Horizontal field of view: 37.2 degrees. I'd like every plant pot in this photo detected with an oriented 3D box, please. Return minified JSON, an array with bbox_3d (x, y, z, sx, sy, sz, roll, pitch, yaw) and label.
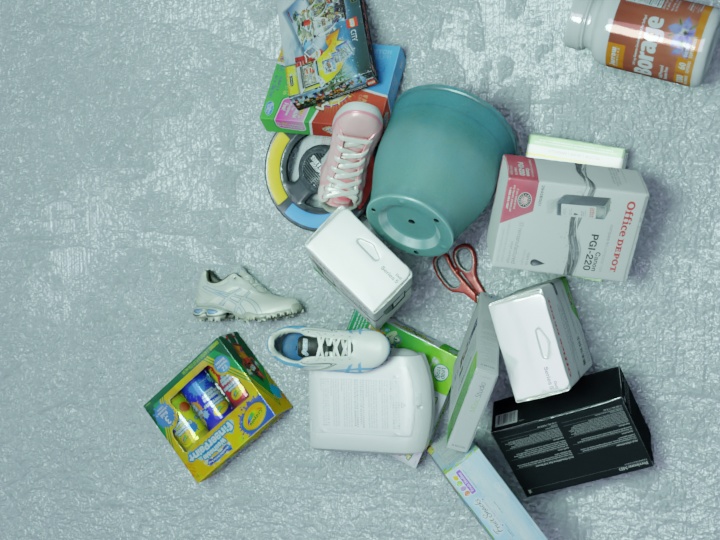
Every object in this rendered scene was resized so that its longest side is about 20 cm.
[{"bbox_3d":[0.103,-0.132,1.546,0.199,0.200,0.188,15,57,19],"label":"plant pot"}]

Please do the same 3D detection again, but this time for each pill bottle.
[{"bbox_3d":[0.395,-0.333,1.503,0.199,0.112,0.113,18,101,19],"label":"pill bottle"}]

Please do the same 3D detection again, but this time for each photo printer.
[{"bbox_3d":[0.019,0.203,1.672,0.199,0.069,0.167,-1,92,21],"label":"photo printer"}]

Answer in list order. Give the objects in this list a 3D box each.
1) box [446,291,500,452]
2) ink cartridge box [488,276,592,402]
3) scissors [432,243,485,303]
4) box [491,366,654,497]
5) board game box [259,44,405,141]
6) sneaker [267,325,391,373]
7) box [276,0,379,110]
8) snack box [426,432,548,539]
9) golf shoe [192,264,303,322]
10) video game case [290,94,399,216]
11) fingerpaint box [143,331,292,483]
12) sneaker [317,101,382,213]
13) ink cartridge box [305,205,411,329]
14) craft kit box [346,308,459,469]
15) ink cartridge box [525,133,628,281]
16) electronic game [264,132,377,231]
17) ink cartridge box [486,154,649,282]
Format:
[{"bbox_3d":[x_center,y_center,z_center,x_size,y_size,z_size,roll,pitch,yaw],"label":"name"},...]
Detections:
[{"bbox_3d":[0.163,0.143,1.534,0.036,0.200,0.145,16,122,0],"label":"box"},{"bbox_3d":[0.263,0.095,1.543,0.084,0.200,0.146,-17,88,21],"label":"ink cartridge box"},{"bbox_3d":[0.186,0.049,1.671,0.073,0.014,0.201,-33,84,18],"label":"scissors"},{"bbox_3d":[0.311,0.240,1.574,0.199,0.079,0.142,-19,117,21],"label":"box"},{"bbox_3d":[-0.043,-0.285,1.676,0.199,0.040,0.154,7,68,18],"label":"board game box"},{"bbox_3d":[-0.050,0.120,1.622,0.199,0.072,0.072,0,88,24],"label":"sneaker"},{"bbox_3d":[-0.053,-0.359,1.661,0.136,0.038,0.201,-16,63,14],"label":"box"},{"bbox_3d":[0.181,0.327,1.576,0.068,0.200,0.169,-37,93,-4],"label":"snack box"},{"bbox_3d":[-0.190,0.039,1.783,0.199,0.078,0.098,1,89,20],"label":"golf shoe"},{"bbox_3d":[-0.009,-0.198,1.719,0.181,0.022,0.201,20,100,19],"label":"video game case"},{"bbox_3d":[-0.244,0.233,1.818,0.200,0.073,0.167,-41,80,19],"label":"fingerpaint box"},{"bbox_3d":[-0.015,-0.155,1.571,0.075,0.200,0.105,9,61,-12],"label":"sneaker"},{"bbox_3d":[0.000,0.000,1.599,0.145,0.200,0.084,44,85,9],"label":"ink cartridge box"},{"bbox_3d":[0.046,0.185,1.720,0.197,0.048,0.201,25,103,14],"label":"craft kit box"},{"bbox_3d":[0.307,-0.093,1.593,0.145,0.048,0.201,12,96,19],"label":"ink cartridge box"},{"bbox_3d":[-0.062,-0.161,1.708,0.199,0.042,0.201,1,94,21],"label":"electronic game"},{"bbox_3d":[0.290,-0.073,1.510,0.199,0.085,0.146,6,119,-2],"label":"ink cartridge box"}]
